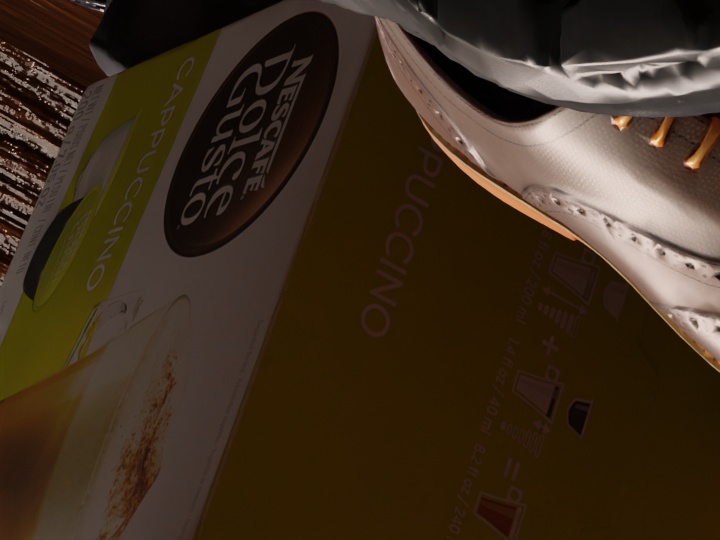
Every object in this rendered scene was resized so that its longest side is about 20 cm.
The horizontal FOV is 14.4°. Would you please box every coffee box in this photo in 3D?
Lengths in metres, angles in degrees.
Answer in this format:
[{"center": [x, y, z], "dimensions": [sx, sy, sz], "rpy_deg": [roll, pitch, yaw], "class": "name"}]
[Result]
[{"center": [0.006, 0.053, 0.869], "dimensions": [0.200, 0.200, 0.198], "rpy_deg": [30, 157, -25], "class": "coffee box"}]

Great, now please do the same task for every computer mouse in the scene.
[{"center": [-0.056, -0.092, 1.037], "dimensions": [0.138, 0.053, 0.200], "rpy_deg": [25, -171, -15], "class": "computer mouse"}]

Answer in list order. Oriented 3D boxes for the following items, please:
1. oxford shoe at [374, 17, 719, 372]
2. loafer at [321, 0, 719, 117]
[{"center": [0.076, -0.020, 0.594], "dimensions": [0.200, 0.071, 0.073], "rpy_deg": [28, 173, 34], "class": "oxford shoe"}, {"center": [0.027, -0.058, 0.383], "dimensions": [0.070, 0.068, 0.201], "rpy_deg": [7, -173, -30], "class": "loafer"}]
